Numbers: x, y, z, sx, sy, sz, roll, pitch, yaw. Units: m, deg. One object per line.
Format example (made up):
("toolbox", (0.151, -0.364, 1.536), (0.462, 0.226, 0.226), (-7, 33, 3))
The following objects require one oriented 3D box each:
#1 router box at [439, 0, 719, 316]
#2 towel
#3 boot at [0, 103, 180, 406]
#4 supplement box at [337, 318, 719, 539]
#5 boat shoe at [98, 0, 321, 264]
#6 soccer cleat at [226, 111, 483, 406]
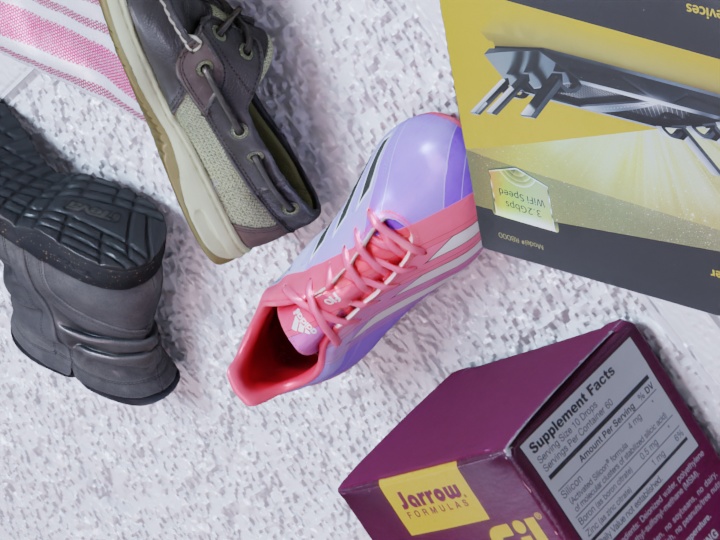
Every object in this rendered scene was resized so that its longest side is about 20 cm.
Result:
("router box", (0.129, -0.062, 1.025), (0.199, 0.052, 0.158), (16, 134, 35))
("towel", (-0.155, -0.167, 1.230), (0.146, 0.030, 0.201), (26, 138, 27))
("boot", (-0.183, -0.010, 1.373), (0.200, 0.070, 0.132), (35, 147, 23))
("supplement box", (0.107, 0.140, 1.189), (0.131, 0.103, 0.201), (-20, 107, 53))
("boat shoe", (-0.071, -0.093, 1.186), (0.066, 0.072, 0.202), (-18, 125, 3))
("soccer cleat", (0.000, 0.000, 1.189), (0.067, 0.076, 0.200), (45, 144, 3))
